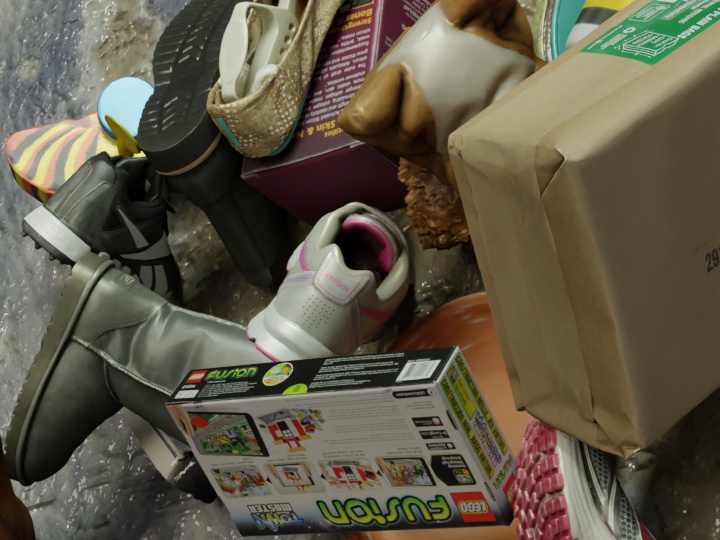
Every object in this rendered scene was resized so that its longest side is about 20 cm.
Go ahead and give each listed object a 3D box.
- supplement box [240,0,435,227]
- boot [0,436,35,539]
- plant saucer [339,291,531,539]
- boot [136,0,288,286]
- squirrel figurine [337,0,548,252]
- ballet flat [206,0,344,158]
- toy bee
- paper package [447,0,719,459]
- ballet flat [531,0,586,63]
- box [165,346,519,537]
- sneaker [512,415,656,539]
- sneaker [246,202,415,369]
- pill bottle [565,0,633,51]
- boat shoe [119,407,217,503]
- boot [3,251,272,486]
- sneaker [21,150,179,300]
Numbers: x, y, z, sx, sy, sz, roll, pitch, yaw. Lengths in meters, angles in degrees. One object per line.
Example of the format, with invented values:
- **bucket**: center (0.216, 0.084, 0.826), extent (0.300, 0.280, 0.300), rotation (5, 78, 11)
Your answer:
- **supplement box**: center (-0.004, -0.143, 1.702), extent (0.110, 0.086, 0.201), rotation (-14, 58, 36)
- **boot**: center (-0.246, 0.207, 1.650), extent (0.068, 0.200, 0.189), rotation (8, 57, 3)
- **plant saucer**: center (0.070, 0.111, 1.526), extent (0.200, 0.037, 0.201), rotation (-21, 55, 33)
- **boot**: center (-0.085, -0.098, 1.742), extent (0.077, 0.139, 0.200), rotation (-11, 39, 30)
- **squirrel figurine**: center (0.089, -0.073, 1.536), extent (0.142, 0.187, 0.200), rotation (-50, 6, -11)
- **ballet flat**: center (-0.050, -0.174, 1.650), extent (0.070, 0.065, 0.201), rotation (-1, 66, 42)
- **toy bee**: center (-0.146, -0.086, 1.785), extent (0.199, 0.131, 0.109), rotation (-31, 73, 12)
- **paper package**: center (0.162, -0.035, 1.370), extent (0.200, 0.191, 0.103), rotation (-35, 33, -31)
- **ballet flat**: center (0.140, -0.183, 1.618), extent (0.070, 0.071, 0.201), rotation (-10, 61, 38)
- **box**: center (-0.010, 0.104, 1.485), extent (0.199, 0.110, 0.035), rotation (-6, 34, 35)
- **sneaker**: center (0.140, 0.160, 1.398), extent (0.081, 0.074, 0.201), rotation (115, 143, -55)
- **sneaker**: center (0.000, 0.000, 1.570), extent (0.088, 0.081, 0.200), rotation (-52, 4, 25)
- **pill bottle**: center (0.214, -0.196, 1.514), extent (0.114, 0.114, 0.201), rotation (20, 81, 46)
- **boat shoe**: center (-0.127, 0.064, 1.713), extent (0.093, 0.075, 0.200), rotation (-46, 53, 6)
- **boot**: center (-0.117, 0.099, 1.612), extent (0.199, 0.073, 0.182), rotation (26, 114, 7)
- **sneaker**: center (-0.154, -0.031, 1.707), extent (0.066, 0.200, 0.091), rotation (39, 92, 20)
